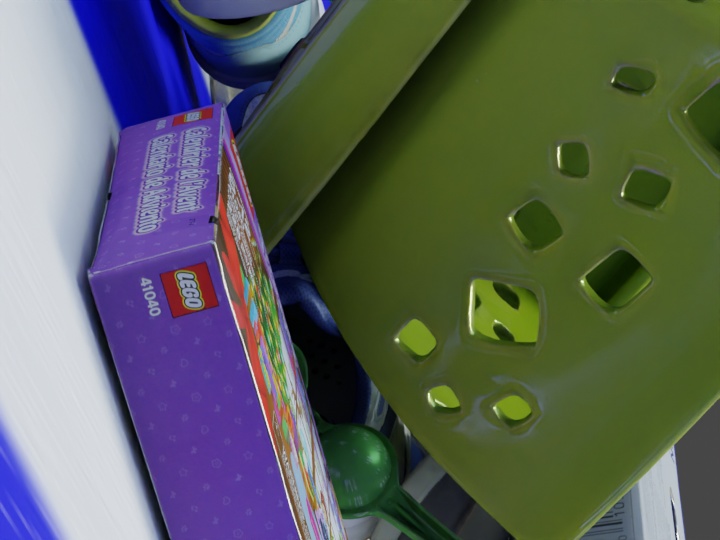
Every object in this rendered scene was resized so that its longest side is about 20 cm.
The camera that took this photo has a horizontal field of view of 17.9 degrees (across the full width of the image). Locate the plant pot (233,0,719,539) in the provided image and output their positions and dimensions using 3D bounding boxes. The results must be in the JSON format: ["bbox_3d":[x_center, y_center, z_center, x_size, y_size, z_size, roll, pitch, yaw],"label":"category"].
[{"bbox_3d":[0.069,-0.053,0.830,0.181,0.199,0.200,37,23,-5],"label":"plant pot"}]

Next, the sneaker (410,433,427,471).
[{"bbox_3d":[0.000,0.000,0.995,0.076,0.077,0.201,49,38,-81],"label":"sneaker"}]

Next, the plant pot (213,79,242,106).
[{"bbox_3d":[0.040,-0.031,1.142,0.200,0.182,0.202,-14,90,-87],"label":"plant pot"}]

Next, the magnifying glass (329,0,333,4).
[{"bbox_3d":[-0.011,-0.138,1.061,0.200,0.022,0.080,52,7,23],"label":"magnifying glass"}]

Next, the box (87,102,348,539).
[{"bbox_3d":[-0.033,0.063,0.699,0.137,0.039,0.201,-98,173,-70],"label":"box"}]

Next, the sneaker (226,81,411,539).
[{"bbox_3d":[-0.019,0.005,0.905,0.088,0.075,0.201,68,8,-68],"label":"sneaker"}]

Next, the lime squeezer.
[{"bbox_3d":[-0.009,0.054,0.803,0.200,0.071,0.038,48,53,-11],"label":"lime squeezer"}]

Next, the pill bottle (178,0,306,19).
[{"bbox_3d":[-0.056,-0.191,0.778,0.111,0.110,0.201,-99,173,-61],"label":"pill bottle"}]

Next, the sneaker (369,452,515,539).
[{"bbox_3d":[0.060,0.140,0.915,0.075,0.106,0.201,-45,156,-36],"label":"sneaker"}]

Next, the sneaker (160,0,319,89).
[{"bbox_3d":[-0.061,-0.182,0.969,0.131,0.079,0.201,34,41,-87],"label":"sneaker"}]

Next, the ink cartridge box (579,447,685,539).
[{"bbox_3d":[0.117,0.091,1.036,0.200,0.040,0.201,66,18,-51],"label":"ink cartridge box"}]
